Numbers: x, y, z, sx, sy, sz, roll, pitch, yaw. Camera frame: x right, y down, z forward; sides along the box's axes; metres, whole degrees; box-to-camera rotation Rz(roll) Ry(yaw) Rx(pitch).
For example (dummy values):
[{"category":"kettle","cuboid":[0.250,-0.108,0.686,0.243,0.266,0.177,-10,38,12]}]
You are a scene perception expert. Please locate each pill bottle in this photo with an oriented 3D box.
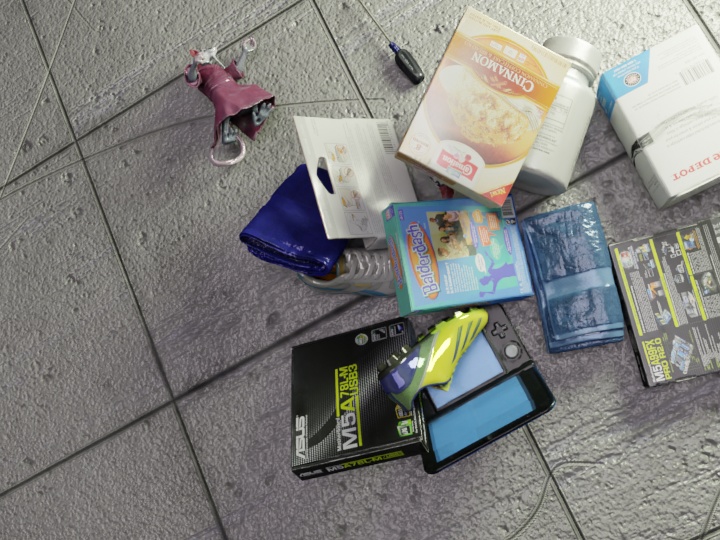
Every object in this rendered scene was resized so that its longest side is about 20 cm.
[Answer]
[{"category":"pill bottle","cuboid":[0.270,-0.221,0.974,0.113,0.114,0.203,19,86,15]}]

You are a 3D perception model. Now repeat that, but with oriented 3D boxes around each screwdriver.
[{"category":"screwdriver","cuboid":[0.039,-0.377,1.101,0.201,0.028,0.029,52,124,17]}]

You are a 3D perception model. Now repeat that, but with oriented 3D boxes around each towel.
[{"category":"towel","cuboid":[-0.073,-0.076,1.022,0.145,0.050,0.201,21,46,12]},{"category":"towel","cuboid":[0.298,0.009,0.959,0.110,0.048,0.204,-14,78,24]}]

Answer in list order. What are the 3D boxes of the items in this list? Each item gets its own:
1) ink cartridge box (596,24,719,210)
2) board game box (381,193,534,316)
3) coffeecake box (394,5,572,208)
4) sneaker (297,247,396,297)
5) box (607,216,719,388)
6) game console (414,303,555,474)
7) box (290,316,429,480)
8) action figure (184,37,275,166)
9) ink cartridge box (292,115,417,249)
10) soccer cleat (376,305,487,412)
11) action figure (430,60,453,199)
[{"category":"ink cartridge box","cuboid":[0.441,-0.208,0.946,0.143,0.084,0.203,-25,77,9]},{"category":"board game box","cuboid":[0.138,-0.024,0.965,0.196,0.045,0.155,-5,79,-21]},{"category":"coffeecake box","cuboid":[0.155,-0.206,0.885,0.152,0.073,0.203,26,92,-3]},{"category":"sneaker","cuboid":[0.000,0.000,1.026,0.196,0.081,0.078,-6,79,12]},{"category":"box","cuboid":[0.442,0.044,0.931,0.157,0.044,0.204,-15,78,12]},{"category":"game console","cuboid":[0.144,0.155,0.949,0.198,0.118,0.173,-30,76,7]},{"category":"box","cuboid":[-0.007,0.179,0.972,0.190,0.048,0.203,-14,50,12]},{"category":"action figure","cuboid":[-0.225,-0.297,1.134,0.201,0.132,0.150,50,138,27]},{"category":"ink cartridge box","cuboid":[-0.006,-0.130,1.001,0.173,0.045,0.203,-5,68,-31]},{"category":"soccer cleat","cuboid":[0.109,0.119,0.929,0.199,0.065,0.084,-31,83,-31]},{"category":"action figure","cuboid":[0.148,-0.203,0.999,0.146,0.134,0.204,3,99,-4]}]
